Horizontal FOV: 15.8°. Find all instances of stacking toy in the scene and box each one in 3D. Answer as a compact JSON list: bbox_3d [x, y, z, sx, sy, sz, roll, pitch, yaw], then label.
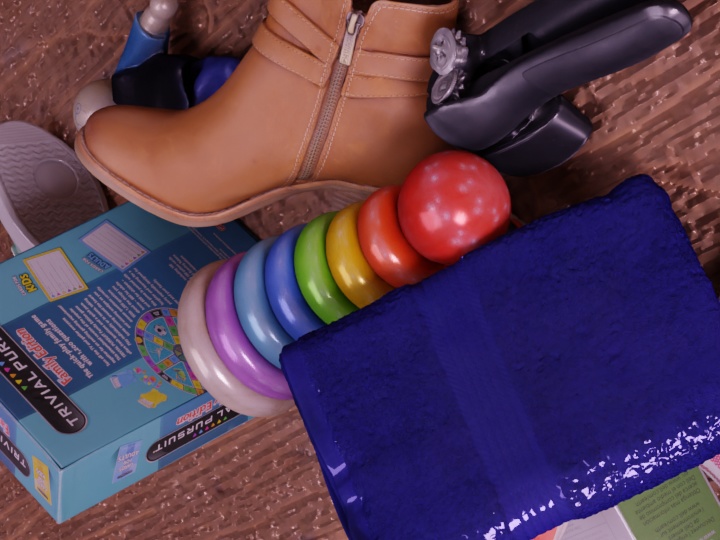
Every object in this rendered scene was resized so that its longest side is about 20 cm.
[{"bbox_3d":[0.000,0.000,1.275,0.200,0.085,0.086,-31,87,41],"label":"stacking toy"}]

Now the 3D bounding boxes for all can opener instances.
[{"bbox_3d":[0.092,-0.103,1.187,0.200,0.078,0.064,-34,46,56],"label":"can opener"}]

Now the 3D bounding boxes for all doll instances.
[{"bbox_3d":[-0.096,-0.091,1.469,0.200,0.048,0.137,5,117,51],"label":"doll"}]

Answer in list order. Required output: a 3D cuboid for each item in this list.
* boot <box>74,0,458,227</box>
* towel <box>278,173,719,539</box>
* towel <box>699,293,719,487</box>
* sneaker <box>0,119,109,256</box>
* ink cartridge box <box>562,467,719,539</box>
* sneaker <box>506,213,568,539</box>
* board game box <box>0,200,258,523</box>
[{"bbox_3d":[-0.045,-0.097,1.318,0.199,0.074,0.155,12,125,6],"label":"boot"},{"bbox_3d":[0.074,0.056,1.178,0.050,0.199,0.148,54,-168,-57],"label":"towel"},{"bbox_3d":[0.208,0.061,1.154,0.146,0.030,0.201,44,145,29],"label":"towel"},{"bbox_3d":[-0.196,0.008,1.662,0.201,0.074,0.118,56,142,6],"label":"sneaker"},{"bbox_3d":[0.145,0.162,1.293,0.201,0.059,0.104,61,148,3],"label":"ink cartridge box"},{"bbox_3d":[0.052,0.045,1.254,0.077,0.081,0.201,123,150,-41],"label":"sneaker"},{"bbox_3d":[-0.134,0.040,1.478,0.151,0.199,0.047,42,144,30],"label":"board game box"}]
